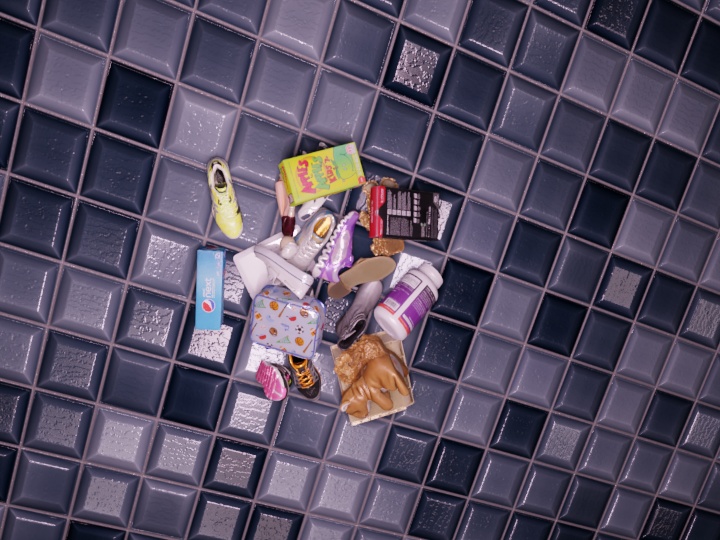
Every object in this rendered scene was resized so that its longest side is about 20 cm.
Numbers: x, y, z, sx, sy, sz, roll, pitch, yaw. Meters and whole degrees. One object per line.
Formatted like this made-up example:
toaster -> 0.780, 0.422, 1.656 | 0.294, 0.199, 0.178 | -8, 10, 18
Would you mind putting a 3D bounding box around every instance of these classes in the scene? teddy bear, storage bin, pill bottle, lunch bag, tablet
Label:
teddy bear -> 0.061, -0.144, 1.410 | 0.142, 0.066, 0.206 | -30, 104, -21
storage bin -> 0.033, 0.294, 1.473 | 0.191, 0.094, 0.208 | -15, 102, -6
pill bottle -> 0.133, 0.080, 1.422 | 0.200, 0.112, 0.113 | -46, 105, -17
lunch bag -> -0.189, 0.134, 1.345 | 0.192, 0.076, 0.166 | 15, 115, 9
tablet -> -0.226, -0.020, 1.411 | 0.194, 0.014, 0.134 | -26, 104, -3

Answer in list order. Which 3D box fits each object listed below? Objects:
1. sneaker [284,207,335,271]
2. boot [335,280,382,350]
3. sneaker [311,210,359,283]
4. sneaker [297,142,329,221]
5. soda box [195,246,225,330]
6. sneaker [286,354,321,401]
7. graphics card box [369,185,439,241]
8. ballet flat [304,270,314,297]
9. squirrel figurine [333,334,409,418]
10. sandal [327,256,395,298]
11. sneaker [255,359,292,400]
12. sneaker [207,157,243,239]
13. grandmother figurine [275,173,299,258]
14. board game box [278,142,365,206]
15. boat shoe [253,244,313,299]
sneaker -> -0.134, -0.070, 1.370 | 0.075, 0.081, 0.204 | 30, 92, -19
boot -> 0.005, 0.116, 1.413 | 0.068, 0.132, 0.204 | 30, 95, -12
sneaker -> -0.047, -0.055, 1.381 | 0.086, 0.080, 0.205 | 29, 92, 0
sneaker -> -0.124, -0.236, 1.342 | 0.129, 0.079, 0.201 | 40, 82, -7
soda box -> -0.388, 0.045, 1.371 | 0.065, 0.064, 0.209 | 3, 100, -9
sneaker -> -0.159, 0.271, 1.447 | 0.076, 0.077, 0.206 | -22, 105, -5
graphics card box -> 0.115, -0.144, 1.373 | 0.193, 0.050, 0.131 | 1, 90, -28
ballet flat -> -0.162, 0.090, 1.403 | 0.071, 0.074, 0.203 | 29, 113, -13
squirrel figurine -> 0.009, 0.277, 1.361 | 0.184, 0.142, 0.202 | -36, 104, 12
sandal -> -0.003, -0.004, 1.425 | 0.207, 0.071, 0.078 | -29, 128, 19
sneaker -> -0.211, 0.288, 1.389 | 0.085, 0.198, 0.077 | 17, 89, -25
sneaker -> -0.346, -0.177, 1.328 | 0.073, 0.076, 0.208 | -16, 104, -7
grandmother figurine -> -0.185, -0.132, 1.339 | 0.058, 0.121, 0.209 | -2, 81, -4
board game box -> -0.091, -0.235, 1.287 | 0.194, 0.047, 0.106 | -20, 95, -24
boat shoe -> -0.207, 0.002, 1.328 | 0.196, 0.073, 0.068 | 29, 85, 30
